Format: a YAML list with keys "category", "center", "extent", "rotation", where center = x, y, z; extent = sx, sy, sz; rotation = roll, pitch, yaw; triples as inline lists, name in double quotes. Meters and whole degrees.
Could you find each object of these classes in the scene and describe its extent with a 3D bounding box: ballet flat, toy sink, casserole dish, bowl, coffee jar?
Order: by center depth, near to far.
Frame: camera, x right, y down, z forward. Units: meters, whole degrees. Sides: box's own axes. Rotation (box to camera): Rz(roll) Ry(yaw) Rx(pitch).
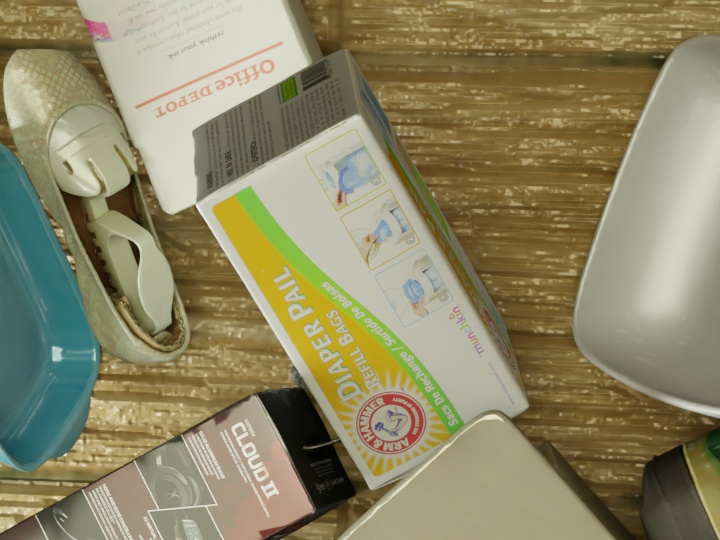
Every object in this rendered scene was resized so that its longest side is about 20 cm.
- category: "bowl"
  center: [0.215, -0.018, 1.525]
  extent: [0.074, 0.200, 0.201]
  rotation: [19, 92, -32]
- category: "coffee jar"
  center: [0.249, 0.109, 1.540]
  extent: [0.199, 0.104, 0.086]
  rotation: [-24, 87, 8]
- category: "toy sink"
  center: [0.089, 0.178, 1.547]
  extent: [0.130, 0.112, 0.200]
  rotation: [-42, 97, 5]
- category: "casserole dish"
  center: [-0.210, 0.021, 1.585]
  extent: [0.039, 0.121, 0.201]
  rotation: [0, 130, 28]
- category: "ballet flat"
  center: [-0.141, -0.038, 1.593]
  extent: [0.067, 0.062, 0.201]
  rotation: [-34, 116, -29]

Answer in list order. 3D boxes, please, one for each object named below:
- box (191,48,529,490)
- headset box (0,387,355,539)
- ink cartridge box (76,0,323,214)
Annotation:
- category: "box"
  center: [0.000, 0.000, 1.540]
  extent: [0.101, 0.113, 0.201]
  rotation: [-28, 113, 7]
- category: "headset box"
  center: [-0.096, 0.135, 1.571]
  extent: [0.199, 0.149, 0.078]
  rotation: [-28, 86, 6]
- category: "ink cartridge box"
  center: [-0.093, -0.143, 1.616]
  extent: [0.114, 0.068, 0.201]
  rotation: [-22, 85, 8]
